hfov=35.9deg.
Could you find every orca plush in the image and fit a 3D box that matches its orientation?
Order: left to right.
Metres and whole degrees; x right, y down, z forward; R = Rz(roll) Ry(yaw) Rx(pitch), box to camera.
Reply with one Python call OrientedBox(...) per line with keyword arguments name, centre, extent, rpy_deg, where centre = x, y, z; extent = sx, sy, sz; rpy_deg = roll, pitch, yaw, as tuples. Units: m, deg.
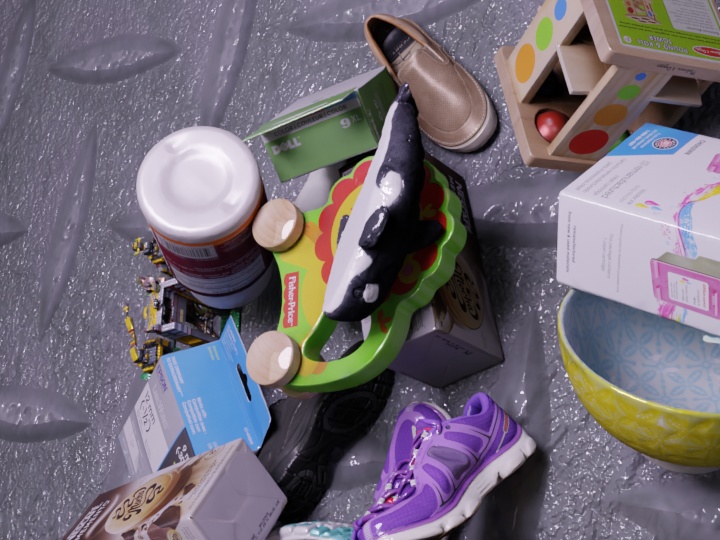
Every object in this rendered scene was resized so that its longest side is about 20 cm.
OrientedBox(name="orca plush", centre=(0.032, -0.046, 0.910), extent=(0.105, 0.071, 0.201), rpy_deg=(-41, 32, 59))

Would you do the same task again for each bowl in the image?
OrientedBox(name="bowl", centre=(0.243, 0.083, 0.817), extent=(0.200, 0.199, 0.108), rpy_deg=(30, 135, 43))

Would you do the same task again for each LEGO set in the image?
OrientedBox(name="LEGO set", centre=(-0.214, 0.018, 1.234), extent=(0.153, 0.116, 0.201), rpy_deg=(-6, 68, 38))

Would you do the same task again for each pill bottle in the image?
OrientedBox(name="pill bottle", centre=(-0.141, -0.042, 1.076), extent=(0.113, 0.200, 0.115), rpy_deg=(-1, 67, 1))

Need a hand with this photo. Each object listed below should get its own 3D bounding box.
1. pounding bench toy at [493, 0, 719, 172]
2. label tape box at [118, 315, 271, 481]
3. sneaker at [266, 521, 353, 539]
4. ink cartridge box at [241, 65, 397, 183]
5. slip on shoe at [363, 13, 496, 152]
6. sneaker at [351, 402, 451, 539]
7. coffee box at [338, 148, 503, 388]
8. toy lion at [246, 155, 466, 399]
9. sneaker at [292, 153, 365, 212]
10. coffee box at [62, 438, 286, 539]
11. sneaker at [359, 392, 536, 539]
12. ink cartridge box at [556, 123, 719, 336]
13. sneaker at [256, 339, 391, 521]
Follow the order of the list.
OrientedBox(name="pounding bench toy", centre=(0.237, -0.164, 0.936), extent=(0.156, 0.199, 0.125), rpy_deg=(122, 145, -51))
OrientedBox(name="label tape box", centre=(-0.173, 0.163, 1.139), extent=(0.200, 0.066, 0.144), rpy_deg=(-59, 43, 35))
OrientedBox(name="sneaker", centre=(-0.070, 0.289, 1.046), extent=(0.199, 0.077, 0.092), rpy_deg=(-23, 68, 40))
OrientedBox(name="ink cartridge box", centre=(-0.029, -0.136, 1.056), extent=(0.103, 0.200, 0.060), rpy_deg=(-18, 103, 17))
OrientedBox(name="slip on shoe", centre=(0.065, -0.195, 1.124), extent=(0.076, 0.060, 0.201), rpy_deg=(-43, 51, 19))
OrientedBox(name="sneaker", centre=(0.037, 0.211, 0.961), extent=(0.080, 0.083, 0.201), rpy_deg=(0, 72, 40))
OrientedBox(name="coffee box", centre=(0.054, -0.007, 1.025), extent=(0.080, 0.113, 0.201), rpy_deg=(-26, 57, 29))
OrientedBox(name="toy lion", centre=(0.000, 0.000, 0.955), extent=(0.191, 0.069, 0.201), rpy_deg=(-11, 66, 28))
OrientedBox(name="sneaker", centre=(-0.034, -0.033, 1.142), extent=(0.084, 0.073, 0.201), rpy_deg=(-18, 51, 37))
OrientedBox(name="coffee box", centre=(-0.182, 0.244, 1.023), extent=(0.199, 0.080, 0.113), rpy_deg=(-25, 17, 30))
OrientedBox(name="sneaker", centre=(0.058, 0.167, 0.903), extent=(0.084, 0.200, 0.081), rpy_deg=(51, 134, 6))
OrientedBox(name="ink cartridge box", centre=(0.265, -0.027, 0.809), extent=(0.199, 0.144, 0.085), rpy_deg=(21, 130, 33))
OrientedBox(name="sneaker", centre=(-0.049, 0.142, 1.081), extent=(0.200, 0.076, 0.091), rpy_deg=(-53, 42, 8))
